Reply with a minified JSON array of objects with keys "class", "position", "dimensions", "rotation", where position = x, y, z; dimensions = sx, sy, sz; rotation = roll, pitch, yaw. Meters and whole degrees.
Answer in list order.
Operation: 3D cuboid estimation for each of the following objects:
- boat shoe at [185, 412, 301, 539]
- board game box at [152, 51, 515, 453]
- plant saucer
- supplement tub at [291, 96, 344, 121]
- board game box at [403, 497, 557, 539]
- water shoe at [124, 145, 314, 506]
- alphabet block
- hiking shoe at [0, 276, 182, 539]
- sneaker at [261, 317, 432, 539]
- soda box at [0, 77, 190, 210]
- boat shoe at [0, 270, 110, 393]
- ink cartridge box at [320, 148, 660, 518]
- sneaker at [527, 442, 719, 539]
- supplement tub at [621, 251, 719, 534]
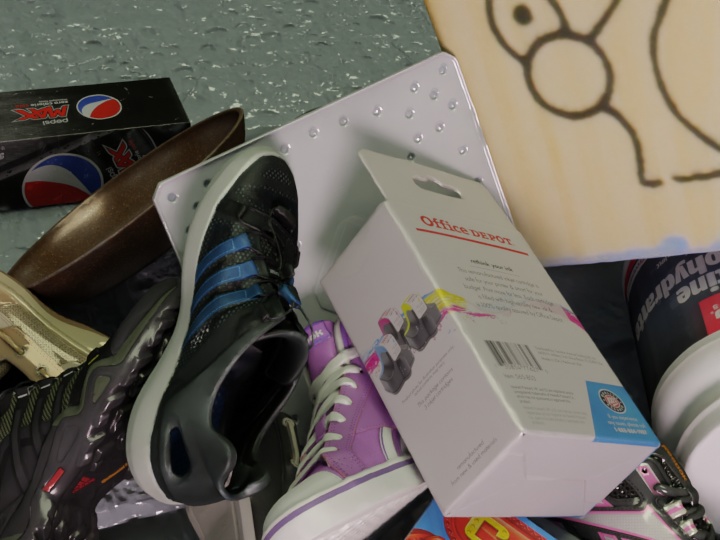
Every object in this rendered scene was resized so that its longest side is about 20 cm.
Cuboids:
[{"class":"boat shoe","position":[-0.051,0.159,0.668],"dimensions":[0.060,0.074,0.201],"rotation":[11,47,-29]},{"class":"board game box","position":[0.000,0.000,0.761],"dimensions":[0.199,0.201,0.026],"rotation":[-27,18,-17]},{"class":"plant saucer","position":[-0.150,-0.036,0.851],"dimensions":[0.200,0.037,0.201],"rotation":[-33,17,12]},{"class":"supplement tub","position":[-0.027,-0.033,0.873],"dimensions":[0.122,0.123,0.200],"rotation":[18,40,12]},{"class":"board game box","position":[0.072,0.223,0.596],"dimensions":[0.199,0.056,0.196],"rotation":[34,44,10]},{"class":"water shoe","position":[-0.052,0.027,0.655],"dimensions":[0.078,0.071,0.201],"rotation":[-3,61,35]},{"class":"alphabet block","position":[0.181,-0.140,0.801],"dimensions":[0.194,0.201,0.197],"rotation":[-6,28,33]},{"class":"hiking shoe","position":[-0.161,0.078,0.690],"dimensions":[0.100,0.076,0.201],"rotation":[30,81,31]},{"class":"sneaker","position":[-0.013,0.085,0.673],"dimensions":[0.114,0.073,0.200],"rotation":[49,26,12]},{"class":"soda box","position":[-0.231,-0.093,0.957],"dimensions":[0.199,0.064,0.071],"rotation":[-9,42,-19]},{"class":"boat shoe","position":[-0.218,0.051,0.776],"dimensions":[0.199,0.072,0.065],"rotation":[23,49,19]},{"class":"ink cartridge box","position":[0.058,0.033,0.690],"dimensions":[0.115,0.068,0.201],"rotation":[12,38,-42]},{"class":"sneaker","position":[0.159,0.141,0.698],"dimensions":[0.199,0.087,0.080],"rotation":[28,8,22]},{"class":"supplement tub","position":[0.246,0.054,0.801],"dimensions":[0.139,0.141,0.201],"rotation":[5,39,-3]}]
